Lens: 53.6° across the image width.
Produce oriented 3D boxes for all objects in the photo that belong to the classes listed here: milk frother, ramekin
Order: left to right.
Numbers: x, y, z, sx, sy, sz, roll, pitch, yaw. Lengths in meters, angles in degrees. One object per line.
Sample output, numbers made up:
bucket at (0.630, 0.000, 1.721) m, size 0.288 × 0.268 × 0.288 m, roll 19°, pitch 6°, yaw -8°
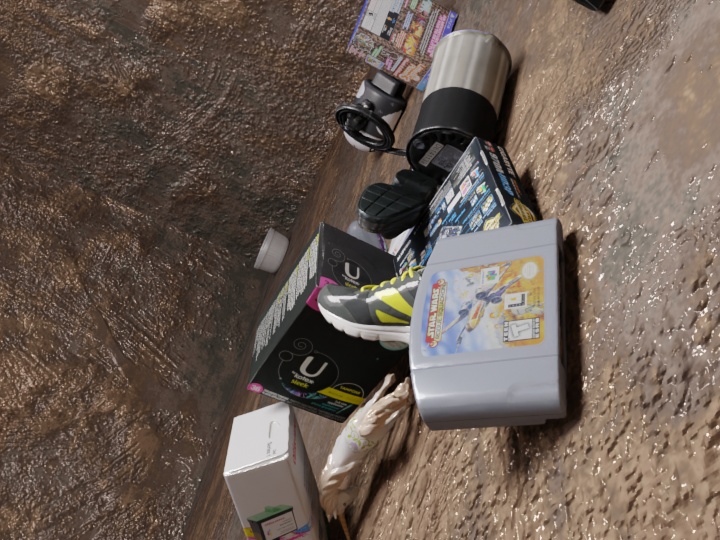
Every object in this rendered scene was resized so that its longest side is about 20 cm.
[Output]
ramekin at (-0.409, -0.085, 3.311) m, size 0.202 × 0.104 × 0.201 m, roll -61°, pitch 12°, yaw 23°
milk frother at (0.089, -0.237, 0.986) m, size 0.180 × 0.199 × 0.190 m, roll -22°, pitch 42°, yaw 47°

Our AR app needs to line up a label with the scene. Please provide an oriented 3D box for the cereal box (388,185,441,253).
cereal box at (0.097, -0.091, 1.110) m, size 0.144 × 0.039 × 0.202 m, roll -50°, pitch 21°, yaw 53°

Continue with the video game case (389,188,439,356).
video game case at (0.084, -0.003, 0.939) m, size 0.184 × 0.023 × 0.200 m, roll -64°, pitch 25°, yaw 16°

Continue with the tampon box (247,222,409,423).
tampon box at (-0.035, 0.072, 0.918) m, size 0.201 × 0.149 × 0.127 m, roll -54°, pitch 23°, yaw 34°

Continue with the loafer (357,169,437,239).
loafer at (0.045, -0.070, 0.891) m, size 0.200 × 0.072 × 0.073 m, roll -32°, pitch -36°, yaw -60°

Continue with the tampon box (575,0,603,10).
tampon box at (0.237, -0.410, 0.819) m, size 0.151 × 0.125 × 0.201 m, roll -61°, pitch 13°, yaw 25°

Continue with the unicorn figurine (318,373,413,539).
unicorn figurine at (0.000, 0.212, 0.863) m, size 0.138 × 0.073 × 0.202 m, roll -48°, pitch -25°, yaw -41°

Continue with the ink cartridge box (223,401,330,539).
ink cartridge box at (-0.101, 0.293, 0.907) m, size 0.145 × 0.083 × 0.202 m, roll -107°, pitch 2°, yaw -73°

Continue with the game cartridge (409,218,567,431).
game cartridge at (0.109, 0.041, 0.614) m, size 0.042 × 0.132 × 0.202 m, roll 63°, pitch -151°, yaw -42°

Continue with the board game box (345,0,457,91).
board game box at (0.091, -0.526, 1.580) m, size 0.097 × 0.198 × 0.161 m, roll 140°, pitch 152°, yaw -68°

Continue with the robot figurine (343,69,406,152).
robot figurine at (0.039, -0.394, 1.780) m, size 0.201 × 0.149 × 0.125 m, roll -61°, pitch 34°, yaw 23°

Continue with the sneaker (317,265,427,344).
sneaker at (0.048, 0.030, 0.742) m, size 0.074 × 0.198 × 0.086 m, roll -23°, pitch -58°, yaw -62°

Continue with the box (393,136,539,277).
box at (0.111, -0.025, 0.803) m, size 0.201 × 0.046 × 0.160 m, roll -57°, pitch 27°, yaw 33°

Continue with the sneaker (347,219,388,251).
sneaker at (0.000, 0.000, 1.118) m, size 0.074 × 0.087 × 0.202 m, roll -22°, pitch 62°, yaw 25°
